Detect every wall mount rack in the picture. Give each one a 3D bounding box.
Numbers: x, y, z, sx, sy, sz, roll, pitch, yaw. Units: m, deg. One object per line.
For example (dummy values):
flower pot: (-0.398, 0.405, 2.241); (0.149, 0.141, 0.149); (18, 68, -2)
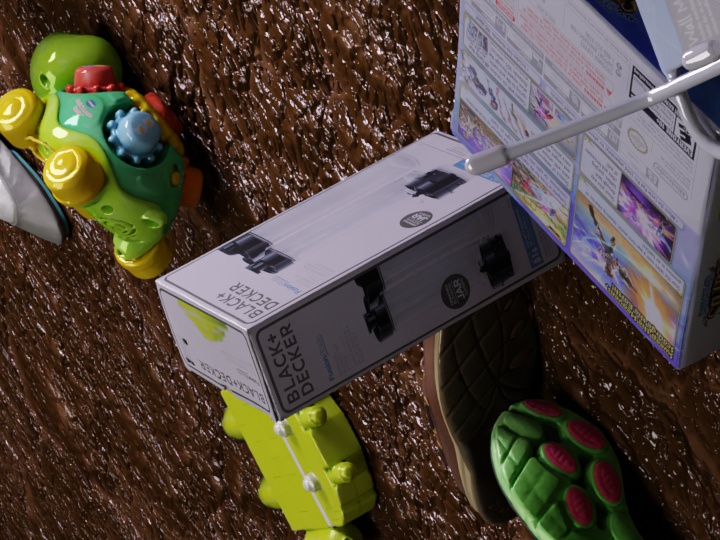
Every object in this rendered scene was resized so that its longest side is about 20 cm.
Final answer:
wall mount rack: (0.105, -0.131, 1.261); (0.174, 0.074, 0.201); (-25, 82, 52)

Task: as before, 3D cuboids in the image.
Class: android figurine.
android figurine: (-0.048, 0.133, 2.059); (0.182, 0.041, 0.200); (63, 161, -5)

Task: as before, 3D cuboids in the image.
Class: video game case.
video game case: (0.123, -0.078, 1.395); (0.200, 0.045, 0.182); (48, 154, 30)

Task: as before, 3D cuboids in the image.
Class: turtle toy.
turtle toy: (-0.186, -0.096, 2.001); (0.200, 0.101, 0.146); (48, 179, 37)

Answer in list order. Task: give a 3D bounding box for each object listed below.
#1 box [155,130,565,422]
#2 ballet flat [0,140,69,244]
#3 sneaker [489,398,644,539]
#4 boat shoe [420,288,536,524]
box: (0.000, 0.000, 1.559); (0.117, 0.200, 0.060); (27, 141, 57)
ballet flat: (-0.325, -0.092, 2.377); (0.200, 0.064, 0.067); (55, 158, 15)
sneaker: (0.135, 0.167, 1.630); (0.200, 0.077, 0.084); (57, 155, 13)
boat shoe: (0.063, 0.067, 1.675); (0.068, 0.072, 0.200); (39, 152, 41)
